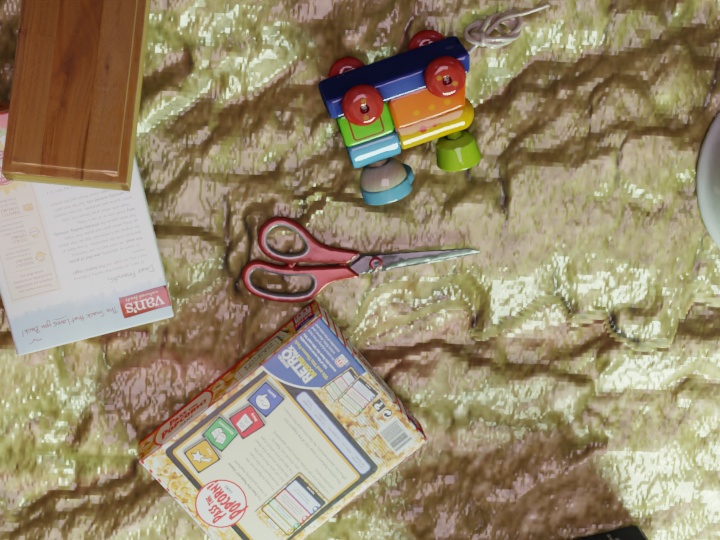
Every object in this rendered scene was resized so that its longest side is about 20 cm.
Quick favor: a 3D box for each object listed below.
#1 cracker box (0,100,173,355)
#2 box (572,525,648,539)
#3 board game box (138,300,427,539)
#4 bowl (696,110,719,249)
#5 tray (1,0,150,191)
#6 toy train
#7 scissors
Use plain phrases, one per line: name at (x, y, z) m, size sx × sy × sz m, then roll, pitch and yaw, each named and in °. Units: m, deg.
cracker box at (-0.240, -0.045, 1.601) m, size 0.133 × 0.058 × 0.201 m, roll -14°, pitch 105°, yaw -5°
box at (0.181, 0.353, 1.735) m, size 0.199 × 0.117 × 0.198 m, roll -12°, pitch 107°, yaw -5°
board game box at (-0.067, 0.147, 1.683) m, size 0.200 × 0.046 × 0.152 m, roll -38°, pitch 107°, yaw 4°
bowl at (0.392, -0.071, 1.660) m, size 0.200 × 0.090 × 0.202 m, roll -2°, pitch 106°, yaw -6°
tray at (-0.219, -0.168, 1.537) m, size 0.098 × 0.037 × 0.201 m, roll 5°, pitch 81°, yaw -2°
toy train at (0.075, -0.134, 1.610) m, size 0.199 × 0.085 × 0.116 m, roll -19°, pitch 117°, yaw -2°
scissors at (0.000, 0.000, 1.670) m, size 0.199 × 0.014 × 0.074 m, roll 8°, pitch 102°, yaw -11°
